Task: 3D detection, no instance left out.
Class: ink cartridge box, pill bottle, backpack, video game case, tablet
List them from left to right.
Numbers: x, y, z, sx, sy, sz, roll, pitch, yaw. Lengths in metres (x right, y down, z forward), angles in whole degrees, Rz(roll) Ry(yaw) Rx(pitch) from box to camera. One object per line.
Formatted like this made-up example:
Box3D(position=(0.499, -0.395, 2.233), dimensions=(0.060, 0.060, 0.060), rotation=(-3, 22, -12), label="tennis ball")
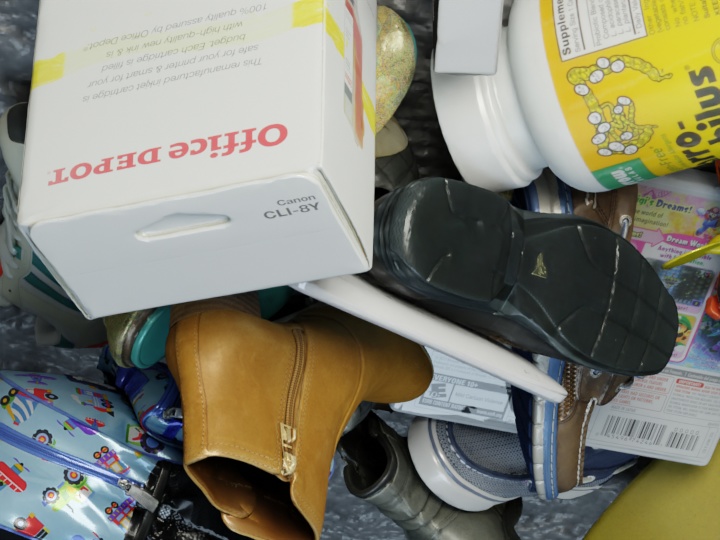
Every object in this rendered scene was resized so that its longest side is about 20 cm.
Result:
Box3D(position=(-0.137, 0.110, 1.265), dimensions=(0.200, 0.135, 0.183), rotation=(25, 180, -13), label="backpack")
Box3D(position=(-0.071, -0.088, 1.069), dimensions=(0.145, 0.200, 0.083), rotation=(-10, 143, 15), label="ink cartridge box")
Box3D(position=(0.005, 0.012, 1.171), dimensions=(0.200, 0.130, 0.014), rotation=(25, 95, -40), label="tablet")
Box3D(position=(0.052, -0.186, 1.021), dimensions=(0.037, 0.095, 0.200), rotation=(3, 144, -2), label="ink cartridge box")
Box3D(position=(0.135, 0.018, 1.307), dimensions=(0.200, 0.024, 0.182), rotation=(11, 119, -13), label="video game case")
Box3D(position=(0.141, -0.102, 1.121), dimensions=(0.200, 0.113, 0.113), rotation=(-15, 141, 20), label="pill bottle")

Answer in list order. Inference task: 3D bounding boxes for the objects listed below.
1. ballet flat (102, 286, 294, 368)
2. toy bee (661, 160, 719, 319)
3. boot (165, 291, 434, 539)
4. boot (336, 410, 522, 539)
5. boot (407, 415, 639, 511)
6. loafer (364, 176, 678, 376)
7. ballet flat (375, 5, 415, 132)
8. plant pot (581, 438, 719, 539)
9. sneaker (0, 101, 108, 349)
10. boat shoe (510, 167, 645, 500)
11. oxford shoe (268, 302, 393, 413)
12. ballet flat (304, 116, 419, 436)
Box3D(position=(-0.100, 0.008, 1.247), dimensions=(0.071, 0.071, 0.200), rotation=(-17, 180, 23), label="ballet flat")
Box3D(position=(0.215, -0.002, 1.239), dimensions=(0.131, 0.200, 0.109), rotation=(5, -179, -28), label="toy bee")
Box3D(position=(-0.028, 0.079, 1.174), dimensions=(0.071, 0.144, 0.201), rotation=(-26, 143, 29), label="boot")
Box3D(position=(0.039, 0.129, 1.439), dimensions=(0.068, 0.200, 0.131), rotation=(-43, 103, 4), label="boot")
Box3D(position=(0.115, 0.095, 1.400), dimensions=(0.090, 0.073, 0.200), rotation=(-33, 161, 29), label="boot")
Box3D(position=(0.078, 0.003, 1.175), dimensions=(0.200, 0.073, 0.072), rotation=(26, 163, -32), label="loafer")
Box3D(position=(-0.054, -0.072, 1.174), dimensions=(0.071, 0.071, 0.200), rotation=(27, 144, -31), label="ballet flat")
Box3D(position=(0.274, 0.184, 1.431), dimensions=(0.200, 0.200, 0.176), rotation=(-3, 132, -24), label="plant pot")
Box3D(position=(-0.177, -0.014, 1.282), dimensions=(0.093, 0.070, 0.200), rotation=(-13, 145, 9), label="sneaker")
Box3D(position=(0.122, 0.038, 1.260), dimensions=(0.072, 0.072, 0.200), rotation=(-5, 121, -6), label="boat shoe")
Box3D(position=(-0.004, 0.062, 1.384), dimensions=(0.200, 0.073, 0.084), rotation=(-10, 145, 14), label="oxford shoe")
Box3D(position=(0.000, 0.000, 1.270), dimensions=(0.066, 0.057, 0.200), rotation=(2, 118, -1), label="ballet flat")
